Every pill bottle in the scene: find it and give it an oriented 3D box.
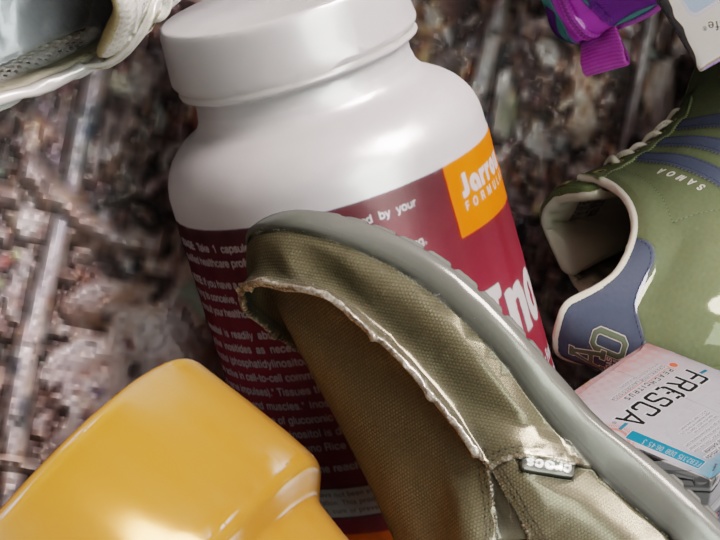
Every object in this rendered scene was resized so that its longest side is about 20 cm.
[{"bbox_3d":[0.000,0.000,0.918,0.113,0.113,0.201,-26,108,-29],"label":"pill bottle"}]

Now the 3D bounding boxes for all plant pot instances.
[{"bbox_3d":[-0.040,0.161,0.813,0.183,0.200,0.200,37,70,9],"label":"plant pot"}]

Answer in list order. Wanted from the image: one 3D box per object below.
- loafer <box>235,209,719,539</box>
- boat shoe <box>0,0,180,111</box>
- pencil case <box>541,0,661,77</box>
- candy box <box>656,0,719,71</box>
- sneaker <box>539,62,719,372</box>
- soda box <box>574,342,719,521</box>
[{"bbox_3d":[0.034,0.059,0.815,0.200,0.075,0.070,40,73,7],"label":"loafer"},{"bbox_3d":[-0.087,-0.096,0.858,0.200,0.069,0.071,-35,125,-14],"label":"boat shoe"},{"bbox_3d":[0.040,-0.165,0.946,0.200,0.085,0.093,38,54,-29],"label":"pencil case"},{"bbox_3d":[0.119,-0.186,0.926,0.200,0.071,0.168,58,31,-1],"label":"candy box"},{"bbox_3d":[0.112,-0.027,0.988,0.089,0.201,0.067,6,128,2],"label":"sneaker"},{"bbox_3d":[0.100,0.131,0.915,0.064,0.068,0.201,-30,132,-44],"label":"soda box"}]
